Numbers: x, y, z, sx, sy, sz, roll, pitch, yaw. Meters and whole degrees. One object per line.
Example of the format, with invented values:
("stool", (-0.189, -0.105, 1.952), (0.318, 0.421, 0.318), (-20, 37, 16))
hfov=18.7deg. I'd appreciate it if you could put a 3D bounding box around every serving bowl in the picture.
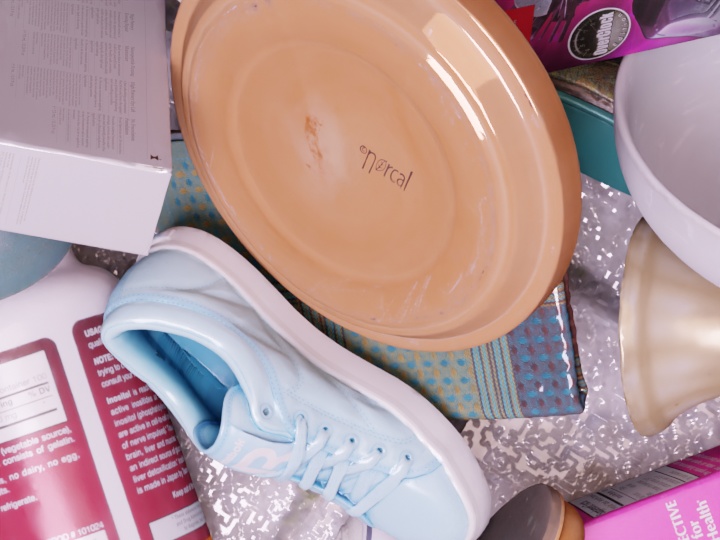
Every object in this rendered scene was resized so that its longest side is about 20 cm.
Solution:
("serving bowl", (0.206, -0.044, 0.963), (0.199, 0.066, 0.201), (3, 45, -3))

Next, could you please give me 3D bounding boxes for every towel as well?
("towel", (0.000, 0.000, 0.995), (0.199, 0.022, 0.148), (-4, 103, 26))

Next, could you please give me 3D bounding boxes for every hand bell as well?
("hand bell", (0.225, 0.027, 0.982), (0.199, 0.104, 0.105), (1, 88, 23))

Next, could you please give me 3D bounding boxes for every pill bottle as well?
("pill bottle", (-0.144, 0.070, 0.998), (0.112, 0.113, 0.201), (-18, 89, -3))

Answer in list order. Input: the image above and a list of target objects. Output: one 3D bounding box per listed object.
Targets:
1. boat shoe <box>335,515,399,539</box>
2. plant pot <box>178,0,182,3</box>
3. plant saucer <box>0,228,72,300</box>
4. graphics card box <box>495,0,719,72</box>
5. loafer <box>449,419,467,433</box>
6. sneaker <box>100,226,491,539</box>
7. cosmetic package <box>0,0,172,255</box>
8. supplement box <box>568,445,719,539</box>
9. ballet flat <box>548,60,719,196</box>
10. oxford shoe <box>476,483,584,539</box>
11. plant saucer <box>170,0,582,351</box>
("boat shoe", (-0.033, 0.200, 1.024), (0.069, 0.071, 0.201), (17, 94, -5))
("plant pot", (-0.029, -0.210, 0.982), (0.179, 0.200, 0.200), (-36, 90, 12))
("plant saucer", (-0.214, -0.057, 0.938), (0.199, 0.200, 0.028), (21, 125, -2))
("graphics card box", (0.094, -0.146, 0.922), (0.199, 0.126, 0.051), (-14, 49, -17))
("loafer", (0.030, -0.016, 1.027), (0.075, 0.070, 0.201), (5, 106, 25))
("sneaker", (-0.035, 0.072, 0.967), (0.200, 0.074, 0.082), (37, 43, 0))
("cosmetic package", (-0.129, -0.090, 0.962), (0.082, 0.201, 0.051), (9, 126, -12))
("supplement box", (0.199, 0.129, 1.018), (0.199, 0.103, 0.102), (-21, 89, -1))
("ballet flat", (0.159, -0.057, 1.045), (0.199, 0.071, 0.071), (31, 87, -1))
("oxford shoe", (0.068, 0.177, 0.997), (0.071, 0.072, 0.201), (16, 126, -6))
("plant saucer", (-0.001, -0.051, 0.910), (0.200, 0.200, 0.032), (47, 50, 0))
